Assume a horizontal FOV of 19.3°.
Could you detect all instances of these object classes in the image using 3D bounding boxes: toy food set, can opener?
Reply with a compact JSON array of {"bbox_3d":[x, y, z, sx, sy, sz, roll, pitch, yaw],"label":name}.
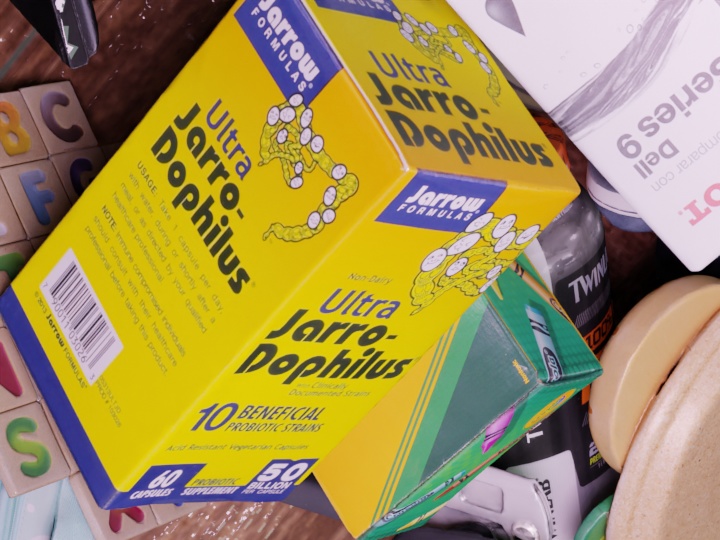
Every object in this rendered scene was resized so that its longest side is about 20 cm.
[{"bbox_3d":[0.173,0.078,1.011,0.200,0.049,0.199,-24,133,-41],"label":"toy food set"},{"bbox_3d":[-0.006,0.103,0.978,0.067,0.199,0.054,-44,140,-49],"label":"can opener"}]

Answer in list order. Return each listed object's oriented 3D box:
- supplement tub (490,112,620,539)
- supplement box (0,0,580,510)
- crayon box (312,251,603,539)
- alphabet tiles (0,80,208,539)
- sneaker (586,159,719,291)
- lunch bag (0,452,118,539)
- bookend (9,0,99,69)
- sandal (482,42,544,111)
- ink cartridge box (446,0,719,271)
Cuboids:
[{"bbox_3d":[0.062,0.033,1.015,0.122,0.123,0.201,-18,118,-15],"label":"supplement tub"},{"bbox_3d":[-0.032,-0.008,0.831,0.109,0.110,0.200,4,136,-49],"label":"supplement box"},{"bbox_3d":[0.000,0.000,0.919,0.119,0.200,0.058,-43,159,29],"label":"crayon box"},{"bbox_3d":[-0.118,0.014,0.905,0.166,0.006,0.201,-17,80,-53],"label":"alphabet tiles"},{"bbox_3d":[0.163,-0.014,1.022,0.202,0.077,0.147,-30,132,-52],"label":"sneaker"},{"bbox_3d":[-0.168,0.122,0.906,0.077,0.201,0.160,31,129,-26],"label":"lunch bag"},{"bbox_3d":[-0.056,-0.176,0.835,0.199,0.199,0.092,-20,116,-14],"label":"bookend"},{"bbox_3d":[0.040,-0.130,0.951,0.201,0.080,0.057,15,129,-44],"label":"sandal"},{"bbox_3d":[0.125,-0.124,0.845,0.146,0.084,0.200,-40,99,20],"label":"ink cartridge box"}]
